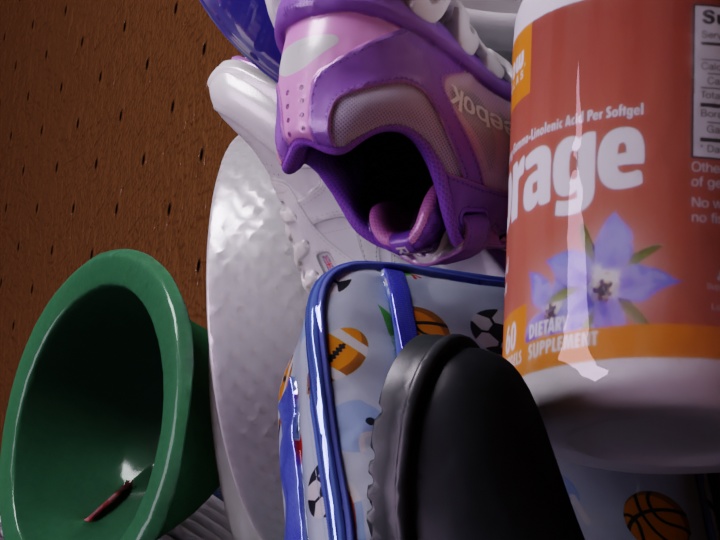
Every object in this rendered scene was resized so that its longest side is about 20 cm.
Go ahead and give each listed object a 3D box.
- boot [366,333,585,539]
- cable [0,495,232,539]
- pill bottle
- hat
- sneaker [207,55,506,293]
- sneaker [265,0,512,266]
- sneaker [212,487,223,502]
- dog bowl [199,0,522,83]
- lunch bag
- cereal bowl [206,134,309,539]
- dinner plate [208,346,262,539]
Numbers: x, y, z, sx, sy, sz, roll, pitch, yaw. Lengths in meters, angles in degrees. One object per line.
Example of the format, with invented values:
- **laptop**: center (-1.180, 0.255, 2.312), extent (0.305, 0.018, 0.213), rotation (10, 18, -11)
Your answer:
- **boot**: center (0.091, 0.115, 0.680), extent (0.167, 0.076, 0.202), rotation (-4, 84, 27)
- **cable**: center (-0.114, 0.194, 1.236), extent (0.069, 0.199, 0.201), rotation (-52, -41, -47)
- **pill bottle**: center (0.105, -0.040, 0.783), extent (0.112, 0.111, 0.202), rotation (141, 135, -65)
- **hat**: center (-0.064, 0.083, 1.151), extent (0.165, 0.175, 0.202), rotation (-23, 59, 47)
- **sneaker**: center (0.000, 0.000, 0.946), extent (0.100, 0.200, 0.075), rotation (-44, -1, 5)
- **sneaker**: center (0.039, -0.034, 0.847), extent (0.080, 0.200, 0.089), rotation (-22, 47, 43)
- **sneaker**: center (-0.076, 0.132, 1.289), extent (0.200, 0.088, 0.079), rotation (105, 167, -59)
- **dog bowl**: center (0.027, -0.153, 0.936), extent (0.079, 0.199, 0.201), rotation (120, 153, -52)
- **lunch bag**: center (0.045, 0.089, 0.832), extent (0.201, 0.159, 0.076), rotation (-98, 23, -43)
- **cereal bowl**: center (-0.002, 0.030, 1.068), extent (0.200, 0.083, 0.202), rotation (-6, -90, -77)
- **dinner plate**: center (-0.031, 0.076, 1.145), extent (0.200, 0.024, 0.202), rotation (-6, -90, -76)
